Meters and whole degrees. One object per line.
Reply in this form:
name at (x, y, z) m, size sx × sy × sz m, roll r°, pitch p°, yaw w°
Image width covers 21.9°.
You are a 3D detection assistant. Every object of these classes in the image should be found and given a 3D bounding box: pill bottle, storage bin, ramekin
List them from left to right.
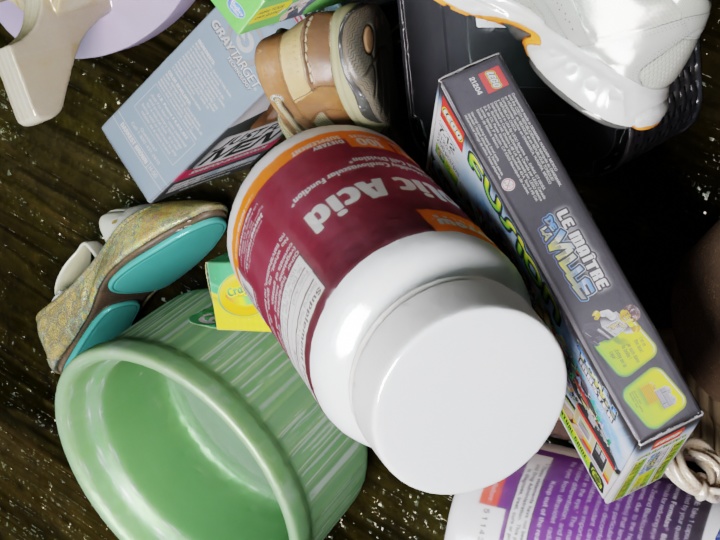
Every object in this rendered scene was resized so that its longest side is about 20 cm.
ramekin at (-0.091, 0.109, 1.196) m, size 0.199 × 0.098 × 0.201 m, roll 24°, pitch 135°, yaw 27°
pill bottle at (0.015, 0.016, 0.905) m, size 0.200 × 0.113 × 0.115 m, roll -129°, pitch 41°, yaw -56°
storage bin at (0.098, -0.160, 0.988) m, size 0.134 × 0.094 × 0.201 m, roll 6°, pitch 109°, yaw 34°
pill bottle at (0.151, 0.161, 0.999) m, size 0.199 × 0.111 × 0.112 m, roll 11°, pitch 114°, yaw 19°

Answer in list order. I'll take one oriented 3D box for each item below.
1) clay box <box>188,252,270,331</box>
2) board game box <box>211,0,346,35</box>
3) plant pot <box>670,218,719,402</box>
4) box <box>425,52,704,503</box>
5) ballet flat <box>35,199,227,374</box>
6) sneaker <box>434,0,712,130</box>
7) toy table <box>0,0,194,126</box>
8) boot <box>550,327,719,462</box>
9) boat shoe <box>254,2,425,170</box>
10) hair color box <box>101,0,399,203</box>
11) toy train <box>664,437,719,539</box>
clay box at (0.000, 0.000, 1.104) m, size 0.199 × 0.115 × 0.048 m, roll 2°, pitch 107°, yaw 35°
board game box at (-0.040, -0.204, 1.002) m, size 0.135 × 0.200 × 0.029 m, roll 51°, pitch 127°, yaw 9°
plant pot at (0.252, 0.006, 0.901) m, size 0.200 × 0.186 × 0.188 m, roll -20°, pitch 95°, yaw 54°
box at (0.094, 0.005, 0.902) m, size 0.201 × 0.035 × 0.110 m, roll 63°, pitch 170°, yaw 18°
ballet flat at (-0.162, -0.003, 1.257) m, size 0.071 × 0.071 × 0.200 m, roll 51°, pitch 128°, yaw 9°
sneaker at (0.085, -0.160, 0.901) m, size 0.200 × 0.076 × 0.092 m, roll 37°, pitch 117°, yaw 10°
toy table at (-0.200, -0.194, 1.177) m, size 0.200 × 0.117 × 0.185 m, roll -29°, pitch 89°, yaw 40°
boot at (0.138, 0.068, 1.051) m, size 0.166 × 0.199 × 0.073 m, roll 164°, pitch 118°, yaw -70°
boat shoe at (-0.009, -0.092, 1.035) m, size 0.073 × 0.200 × 0.076 m, roll -4°, pitch 70°, yaw 12°
hair color box at (-0.056, -0.125, 1.107) m, size 0.200 × 0.099 × 0.061 m, roll -40°, pitch 81°, yaw 39°
toy train at (0.209, 0.106, 0.892) m, size 0.199 × 0.085 × 0.116 m, roll 28°, pitch 156°, yaw 11°
